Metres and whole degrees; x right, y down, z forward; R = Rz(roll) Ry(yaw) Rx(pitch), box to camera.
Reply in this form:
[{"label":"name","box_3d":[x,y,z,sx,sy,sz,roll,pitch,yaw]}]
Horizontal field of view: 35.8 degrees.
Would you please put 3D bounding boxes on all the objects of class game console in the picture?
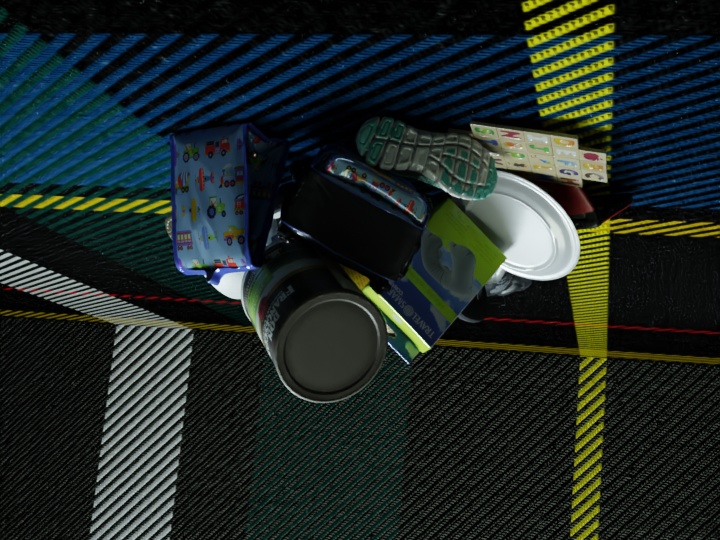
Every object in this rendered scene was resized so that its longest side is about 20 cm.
[{"label":"game console","box_3d":[0.258,-0.117,1.586,0.198,0.121,0.171,-4,-163,44]}]

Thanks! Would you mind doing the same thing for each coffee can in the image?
[{"label":"coffee can","box_3d":[-0.064,0.059,1.433,0.144,0.149,0.200,10,-163,-22]}]

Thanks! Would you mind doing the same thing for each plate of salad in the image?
[{"label":"plate of salad","box_3d":[0.216,-0.066,1.539,0.198,0.048,0.202,27,147,19]}]

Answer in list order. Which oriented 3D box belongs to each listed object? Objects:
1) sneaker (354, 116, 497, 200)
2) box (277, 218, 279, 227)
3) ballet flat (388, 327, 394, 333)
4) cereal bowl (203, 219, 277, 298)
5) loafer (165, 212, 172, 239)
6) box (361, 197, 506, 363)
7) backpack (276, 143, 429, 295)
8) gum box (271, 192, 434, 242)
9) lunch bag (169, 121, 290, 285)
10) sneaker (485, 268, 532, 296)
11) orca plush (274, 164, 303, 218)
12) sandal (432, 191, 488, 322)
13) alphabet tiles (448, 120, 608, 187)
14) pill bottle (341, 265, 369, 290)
[{"label":"sneaker","box_3d":[0.079,-0.145,1.405,0.197,0.079,0.091,20,-179,-18]},{"label":"box","box_3d":[-0.098,-0.011,1.831,0.121,0.204,0.105,-3,167,38]},{"label":"ballet flat","box_3d":[0.019,0.048,1.714,0.070,0.066,0.200,21,-175,-20]},{"label":"cereal bowl","box_3d":[-0.180,-0.065,1.652,0.082,0.203,0.199,-22,159,22]},{"label":"loafer","box_3d":[-0.231,-0.098,1.812,0.197,0.077,0.067,-11,-159,31]},{"label":"box","box_3d":[0.094,0.013,1.527,0.122,0.200,0.048,44,160,-4]},{"label":"backpack","box_3d":[-0.010,-0.078,1.443,0.181,0.136,0.200,28,-171,-8]},{"label":"gum box","box_3d":[-0.005,-0.064,1.660,0.169,0.045,0.198,-35,156,33]},{"label":"lunch bag","box_3d":[-0.186,-0.082,1.493,0.149,0.204,0.093,-2,167,39]},{"label":"sneaker","box_3d":[0.224,-0.012,1.748,0.112,0.077,0.200,-10,162,-21]},{"label":"orca plush","box_3d":[-0.096,-0.113,1.620,0.198,0.072,0.105,-18,164,-28]},{"label":"sandal","box_3d":[0.151,-0.019,1.665,0.075,0.204,0.043,-17,-175,-35]},{"label":"alphabet tiles","box_3d":[0.212,-0.144,1.404,0.197,0.006,0.167,10,166,16]},{"label":"pill bottle","box_3d":[0.000,0.000,1.600,0.197,0.113,0.111,-20,169,-1]}]
